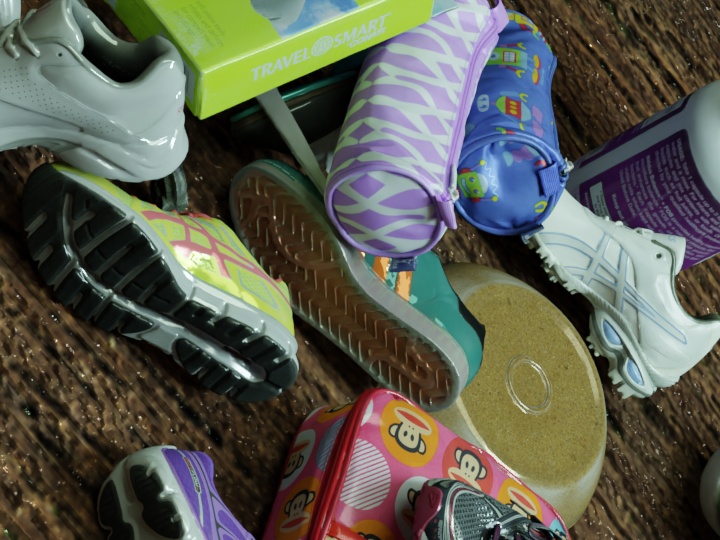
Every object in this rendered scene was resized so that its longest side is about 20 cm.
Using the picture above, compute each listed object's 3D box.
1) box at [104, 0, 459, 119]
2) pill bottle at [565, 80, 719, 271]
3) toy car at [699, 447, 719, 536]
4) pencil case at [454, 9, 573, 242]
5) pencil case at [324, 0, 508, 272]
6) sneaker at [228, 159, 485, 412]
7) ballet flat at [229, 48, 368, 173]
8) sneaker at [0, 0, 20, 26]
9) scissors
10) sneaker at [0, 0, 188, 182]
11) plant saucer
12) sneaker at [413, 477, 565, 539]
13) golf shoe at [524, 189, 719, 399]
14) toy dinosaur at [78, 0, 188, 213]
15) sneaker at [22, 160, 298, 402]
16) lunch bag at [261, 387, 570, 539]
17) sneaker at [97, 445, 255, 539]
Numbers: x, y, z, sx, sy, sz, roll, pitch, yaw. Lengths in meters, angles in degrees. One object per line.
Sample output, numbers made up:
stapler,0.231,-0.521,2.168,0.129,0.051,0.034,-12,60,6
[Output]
box,-0.047,-0.181,1.380,0.199,0.048,0.122,-25,61,-26
pill bottle,0.246,-0.069,1.589,0.112,0.200,0.113,20,57,-34
toy car,0.336,0.211,1.584,0.199,0.175,0.151,13,98,-38
pencil case,0.097,-0.103,1.509,0.200,0.086,0.078,-88,175,-57
pencil case,0.035,-0.099,1.401,0.201,0.085,0.084,-76,148,-41
sneaker,0.000,0.000,1.423,0.200,0.071,0.080,46,35,-4
ballet flat,-0.007,-0.110,1.478,0.200,0.068,0.069,-36,103,-46
sneaker,-0.221,-0.227,1.331,0.099,0.075,0.201,0,70,-41
scissors,-0.065,-0.132,1.401,0.200,0.014,0.073,43,83,15
sneaker,-0.191,-0.117,1.250,0.199,0.100,0.078,6,38,-10
plant saucer,0.104,0.083,1.501,0.200,0.035,0.201,21,57,-35
sneaker,0.109,0.180,1.317,0.200,0.075,0.081,36,52,-30
golf shoe,0.178,-0.012,1.562,0.200,0.097,0.078,56,13,-5
toy dinosaur,-0.152,-0.121,1.342,0.200,0.047,0.088,58,6,-28
sneaker,-0.118,-0.006,1.325,0.200,0.078,0.091,40,35,-24
lunch bag,0.031,0.188,1.354,0.200,0.082,0.177,37,53,-26
sneaker,-0.074,0.190,1.256,0.083,0.080,0.201,-9,75,-50
